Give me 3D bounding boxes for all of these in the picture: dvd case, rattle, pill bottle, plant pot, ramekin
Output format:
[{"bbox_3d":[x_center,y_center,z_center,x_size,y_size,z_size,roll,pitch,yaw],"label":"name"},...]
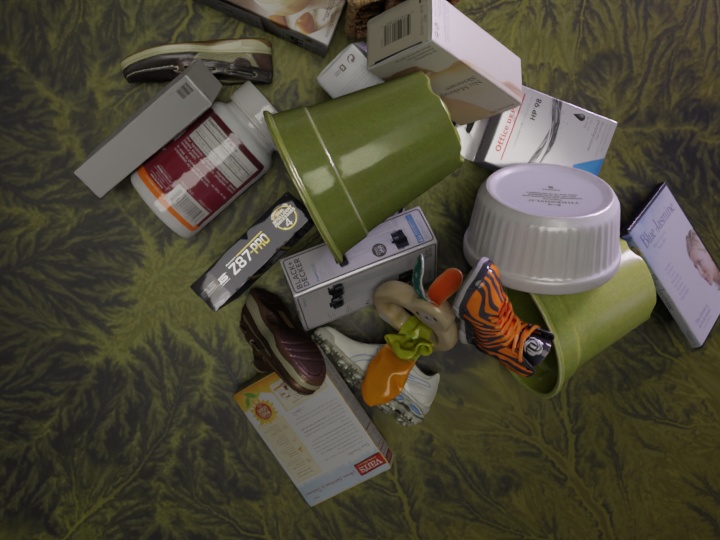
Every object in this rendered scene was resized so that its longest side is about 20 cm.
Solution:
[{"bbox_3d":[0.450,-0.010,1.086,0.143,0.018,0.200,-42,100,-36],"label":"dvd case"},{"bbox_3d":[0.052,0.078,0.956,0.143,0.200,0.130,-36,87,-17],"label":"rattle"},{"bbox_3d":[-0.189,-0.146,1.005,0.200,0.114,0.114,-41,98,0],"label":"pill bottle"},{"bbox_3d":[0.014,-0.140,0.909,0.189,0.200,0.201,-27,98,1],"label":"plant pot"},{"bbox_3d":[0.232,-0.062,0.968,0.201,0.203,0.095,-3,121,-5],"label":"ramekin"},{"bbox_3d":[0.285,0.043,1.043,0.184,0.200,0.201,-23,98,-14],"label":"plant pot"}]

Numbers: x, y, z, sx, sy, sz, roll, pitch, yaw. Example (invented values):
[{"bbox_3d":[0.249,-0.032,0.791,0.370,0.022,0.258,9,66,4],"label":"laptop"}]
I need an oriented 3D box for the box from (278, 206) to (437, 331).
[{"bbox_3d":[0.000,0.000,1.025,0.199,0.117,0.060,-22,63,-5],"label":"box"}]

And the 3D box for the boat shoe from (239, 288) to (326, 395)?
[{"bbox_3d":[-0.108,0.107,1.010,0.075,0.202,0.075,22,109,-34],"label":"boat shoe"}]

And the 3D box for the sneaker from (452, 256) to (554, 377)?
[{"bbox_3d":[0.174,0.058,0.903,0.112,0.200,0.078,30,76,22],"label":"sneaker"}]

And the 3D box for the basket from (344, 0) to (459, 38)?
[{"bbox_3d":[0.066,-0.358,0.961,0.142,0.200,0.150,17,93,-4],"label":"basket"}]

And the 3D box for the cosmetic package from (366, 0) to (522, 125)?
[{"bbox_3d":[0.109,-0.260,0.969,0.200,0.105,0.071,17,68,-44],"label":"cosmetic package"}]

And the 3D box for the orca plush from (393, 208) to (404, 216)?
[{"bbox_3d":[0.013,-0.144,1.063,0.200,0.071,0.105,53,134,-1],"label":"orca plush"}]

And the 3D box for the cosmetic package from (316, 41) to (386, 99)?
[{"bbox_3d":[0.041,-0.207,1.019,0.074,0.102,0.200,-41,97,19],"label":"cosmetic package"}]

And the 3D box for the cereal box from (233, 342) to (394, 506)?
[{"bbox_3d":[-0.064,0.217,1.071,0.144,0.040,0.200,-30,100,20],"label":"cereal box"}]

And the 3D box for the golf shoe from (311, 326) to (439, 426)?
[{"bbox_3d":[0.024,0.129,1.087,0.200,0.078,0.097,40,70,-10],"label":"golf shoe"}]

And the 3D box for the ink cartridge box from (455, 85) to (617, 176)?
[{"bbox_3d":[0.234,-0.182,1.062,0.199,0.067,0.116,19,95,-7],"label":"ink cartridge box"}]

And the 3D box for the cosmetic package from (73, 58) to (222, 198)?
[{"bbox_3d":[-0.268,-0.180,0.978,0.200,0.083,0.051,-34,116,18],"label":"cosmetic package"}]

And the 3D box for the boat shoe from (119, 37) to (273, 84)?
[{"bbox_3d":[-0.212,-0.263,1.011,0.199,0.073,0.065,-9,92,-4],"label":"boat shoe"}]

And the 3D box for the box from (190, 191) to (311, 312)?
[{"bbox_3d":[-0.127,-0.025,0.979,0.049,0.200,0.161,44,92,-3],"label":"box"}]

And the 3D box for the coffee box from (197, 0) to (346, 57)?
[{"bbox_3d":[-0.116,-0.377,1.003,0.199,0.080,0.115,21,94,-7],"label":"coffee box"}]
